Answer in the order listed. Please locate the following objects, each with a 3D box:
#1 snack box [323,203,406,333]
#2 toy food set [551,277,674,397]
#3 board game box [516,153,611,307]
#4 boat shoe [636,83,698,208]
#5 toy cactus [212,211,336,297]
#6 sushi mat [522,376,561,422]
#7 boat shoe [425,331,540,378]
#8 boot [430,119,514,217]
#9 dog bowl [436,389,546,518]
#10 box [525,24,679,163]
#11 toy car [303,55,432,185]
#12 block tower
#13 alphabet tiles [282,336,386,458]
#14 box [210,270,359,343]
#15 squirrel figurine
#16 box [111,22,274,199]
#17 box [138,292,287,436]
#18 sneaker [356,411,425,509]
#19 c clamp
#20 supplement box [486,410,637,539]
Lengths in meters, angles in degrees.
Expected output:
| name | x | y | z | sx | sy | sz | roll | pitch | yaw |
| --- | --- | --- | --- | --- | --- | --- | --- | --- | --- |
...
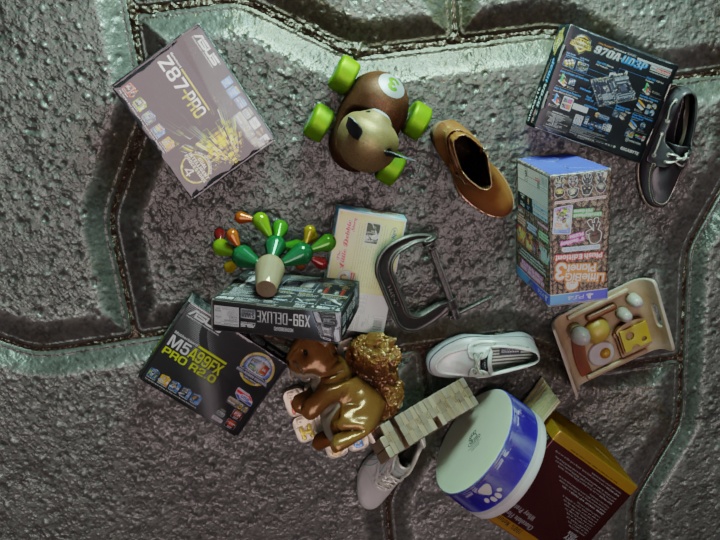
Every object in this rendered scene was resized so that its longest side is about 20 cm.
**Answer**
| name | x | y | z | sx | sy | sz | roll | pitch | yaw |
| --- | --- | --- | --- | --- | --- | --- | --- | --- | --- |
| snack box | 0.000 | 0.000 | 1.164 | 0.114 | 0.037 | 0.204 | 8 | 106 | -10 |
| toy food set | 0.443 | 0.120 | 1.239 | 0.197 | 0.061 | 0.146 | -25 | 108 | 2 |
| board game box | 0.315 | -0.069 | 1.116 | 0.095 | 0.160 | 0.204 | -6 | 108 | -5 |
| boat shoe | 0.502 | -0.197 | 1.149 | 0.071 | 0.063 | 0.205 | 2 | 107 | -7 |
| toy cactus | -0.138 | -0.017 | 1.085 | 0.195 | 0.167 | 0.104 | 7 | 127 | -4 |
| sushi mat | 0.275 | 0.285 | 1.251 | 0.012 | 0.096 | 0.201 | 35 | 100 | -15 |
| boat shoe | 0.212 | 0.147 | 1.218 | 0.196 | 0.067 | 0.075 | -14 | 108 | -2 |
| boot | 0.186 | -0.146 | 1.079 | 0.076 | 0.156 | 0.201 | -35 | 108 | 5 |
| dog bowl | 0.218 | 0.307 | 1.197 | 0.078 | 0.200 | 0.201 | 35 | 100 | -13 |
| box | 0.381 | -0.277 | 1.119 | 0.196 | 0.046 | 0.162 | 15 | 105 | -11 |
| toy car | 0.019 | -0.206 | 1.018 | 0.162 | 0.200 | 0.160 | 28 | 102 | -14 |
| block tower | 0.109 | 0.250 | 1.194 | 0.197 | 0.058 | 0.055 | -25 | 74 | -26 |
| alphabet tiles | -0.031 | 0.224 | 1.228 | 0.196 | 0.015 | 0.199 | -18 | 101 | -1 |
| box | -0.109 | 0.051 | 1.079 | 0.195 | 0.158 | 0.051 | 5 | 106 | 8 |
| squirrel figurine | -0.026 | 0.174 | 1.164 | 0.197 | 0.141 | 0.190 | -25 | 87 | -14 |
| box | -0.246 | -0.236 | 1.059 | 0.160 | 0.049 | 0.202 | -33 | 107 | 1 |
| box | -0.244 | 0.159 | 1.181 | 0.198 | 0.044 | 0.161 | 35 | 100 | -15 |
| sneaker | 0.052 | 0.348 | 1.255 | 0.069 | 0.080 | 0.203 | 25 | 104 | -15 |
| c clamp | 0.113 | 0.016 | 1.174 | 0.169 | 0.027 | 0.202 | -32 | 120 | -4 |
| supplement box | 0.338 | 0.377 | 1.267 | 0.196 | 0.133 | 0.201 | 35 | 100 | -15 |
